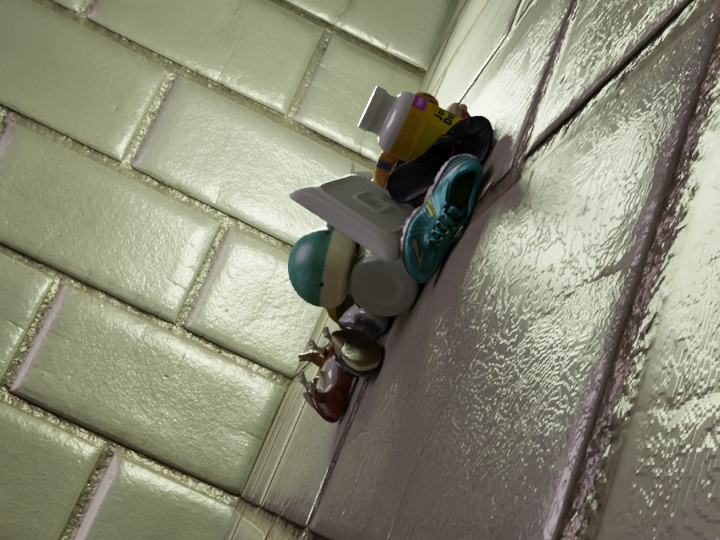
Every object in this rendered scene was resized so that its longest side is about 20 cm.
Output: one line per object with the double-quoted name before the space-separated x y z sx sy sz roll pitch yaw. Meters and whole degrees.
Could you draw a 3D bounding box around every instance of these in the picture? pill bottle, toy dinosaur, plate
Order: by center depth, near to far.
"plate" 0.015 -0.096 1.356 0.199 0.198 0.033 -26 -36 -59
"pill bottle" 0.099 -0.224 1.405 0.105 0.198 0.104 -64 5 0
"pill bottle" 0.052 -0.024 1.433 0.115 0.113 0.201 -61 5 34
"toy dinosaur" -0.044 0.185 1.717 0.199 0.058 0.103 -10 -67 -51

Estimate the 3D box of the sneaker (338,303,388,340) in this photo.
"sneaker" 0.024 0.073 1.592 0.100 0.078 0.200 -58 10 -19

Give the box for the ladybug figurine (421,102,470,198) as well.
"ladybug figurine" 0.150 -0.208 1.536 0.137 0.071 0.201 -72 8 -50

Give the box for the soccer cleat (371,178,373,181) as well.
"soccer cleat" 0.015 -0.141 1.606 0.069 0.078 0.201 -29 21 26

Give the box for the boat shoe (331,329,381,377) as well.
"boat shoe" -0.005 0.154 1.493 0.200 0.072 0.066 -133 36 -74

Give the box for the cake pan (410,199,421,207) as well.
"cake pan" 0.074 -0.125 1.605 0.200 0.036 0.204 -1 -90 -71

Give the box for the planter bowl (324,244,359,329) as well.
"planter bowl" -0.046 0.011 1.706 0.200 0.082 0.204 13 -90 -72

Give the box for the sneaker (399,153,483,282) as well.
"sneaker" 0.118 -0.076 1.247 0.202 0.077 0.080 -66 17 7

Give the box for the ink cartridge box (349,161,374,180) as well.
"ink cartridge box" 0.019 -0.122 1.759 0.201 0.066 0.117 75 -159 -63

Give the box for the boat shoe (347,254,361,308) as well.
"boat shoe" 0.000 0.000 1.552 0.072 0.068 0.200 -40 11 8

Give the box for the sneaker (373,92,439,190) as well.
"sneaker" 0.085 -0.209 1.503 0.202 0.075 0.088 -61 -7 -14

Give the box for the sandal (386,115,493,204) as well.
"sandal" 0.122 -0.166 1.330 0.199 0.076 0.048 -35 -9 27

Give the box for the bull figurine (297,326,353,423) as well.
"bull figurine" -0.050 0.183 1.621 0.065 0.121 0.202 -23 41 39

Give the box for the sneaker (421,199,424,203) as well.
"sneaker" 0.098 -0.128 1.768 0.201 0.085 0.075 82 -165 -53

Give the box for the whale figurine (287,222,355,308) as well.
"whale figurine" -0.060 -0.025 1.412 0.201 0.102 0.161 -75 -6 -61
